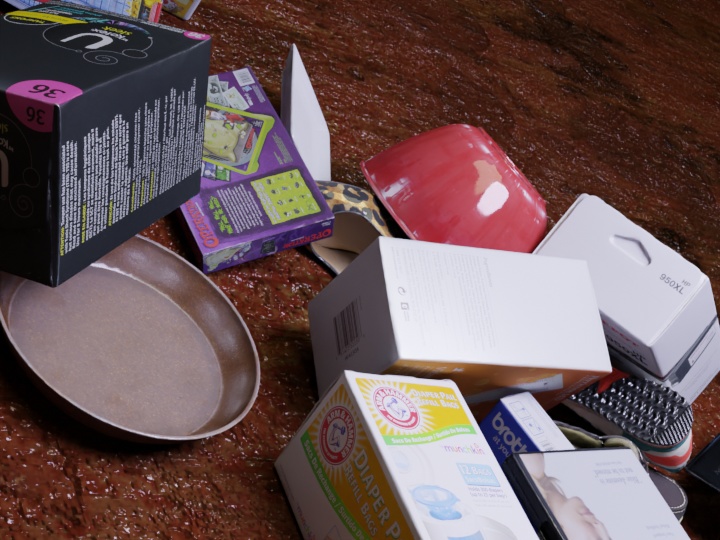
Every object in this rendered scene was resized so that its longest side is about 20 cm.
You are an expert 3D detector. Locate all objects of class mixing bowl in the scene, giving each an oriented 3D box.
[{"bbox_3d":[0.104,-0.062,1.142,0.200,0.108,0.200,48,10,-11],"label":"mixing bowl"}]

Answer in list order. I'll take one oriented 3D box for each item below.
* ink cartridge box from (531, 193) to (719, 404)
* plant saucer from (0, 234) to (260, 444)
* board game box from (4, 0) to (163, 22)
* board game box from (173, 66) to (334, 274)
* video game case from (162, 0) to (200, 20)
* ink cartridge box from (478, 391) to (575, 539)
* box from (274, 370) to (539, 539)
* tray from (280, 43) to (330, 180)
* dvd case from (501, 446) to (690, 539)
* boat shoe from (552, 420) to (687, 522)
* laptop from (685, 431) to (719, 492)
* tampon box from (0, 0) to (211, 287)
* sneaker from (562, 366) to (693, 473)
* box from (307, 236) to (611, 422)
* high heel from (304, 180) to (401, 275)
[{"bbox_3d":[0.252,0.037,1.135,0.144,0.084,0.200,39,-7,32],"label":"ink cartridge box"},{"bbox_3d":[-0.164,0.048,0.848,0.198,0.035,0.201,27,30,-17],"label":"plant saucer"},{"bbox_3d":[-0.266,-0.302,1.100,0.197,0.203,0.062,13,17,-12],"label":"board game box"},{"bbox_3d":[-0.114,-0.092,1.047,0.118,0.033,0.201,-13,52,-22],"label":"board game box"},{"bbox_3d":[-0.209,-0.349,1.189,0.180,0.200,0.023,24,52,-20],"label":"video game case"},{"bbox_3d":[0.149,0.199,0.909,0.044,0.094,0.201,-5,50,-49],"label":"ink cartridge box"},{"bbox_3d":[0.038,0.177,0.814,0.111,0.102,0.201,10,39,-38],"label":"box"},{"bbox_3d":[-0.055,-0.130,1.174,0.201,0.022,0.108,-94,164,-56],"label":"tray"},{"bbox_3d":[0.191,0.206,0.829,0.141,0.018,0.201,6,44,-43],"label":"dvd case"},{"bbox_3d":[0.215,0.176,1.038,0.198,0.065,0.074,17,32,-34],"label":"boat shoe"},{"bbox_3d":[0.399,0.253,1.137,0.186,0.114,0.204,-18,100,-55],"label":"laptop"},{"bbox_3d":[-0.216,-0.098,0.852,0.148,0.128,0.200,15,26,16],"label":"tampon box"},{"bbox_3d":[0.223,0.122,1.130,0.199,0.070,0.094,33,-21,38],"label":"sneaker"},{"bbox_3d":[0.076,0.052,0.955,0.197,0.124,0.099,5,62,-29],"label":"box"},{"bbox_3d":[0.000,0.000,1.053,0.198,0.072,0.144,29,32,-20],"label":"high heel"}]
